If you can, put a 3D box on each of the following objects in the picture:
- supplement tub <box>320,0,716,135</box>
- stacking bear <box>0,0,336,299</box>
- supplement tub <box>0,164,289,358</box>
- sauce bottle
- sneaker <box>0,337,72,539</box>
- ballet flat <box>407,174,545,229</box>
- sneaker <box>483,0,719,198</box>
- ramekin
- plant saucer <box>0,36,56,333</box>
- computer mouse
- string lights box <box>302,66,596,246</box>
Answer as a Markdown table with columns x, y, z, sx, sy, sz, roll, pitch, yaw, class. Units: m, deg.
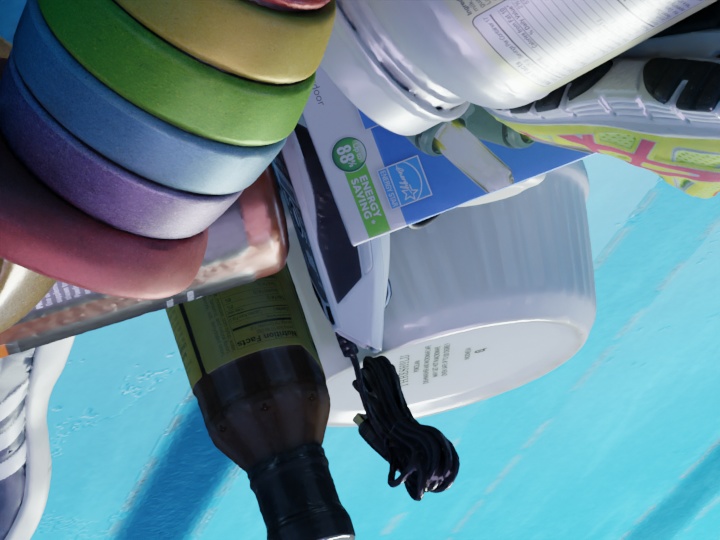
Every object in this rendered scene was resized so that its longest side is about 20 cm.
| x | y | z | sx | sy | sz | roll | pitch | yaw | class |
| --- | --- | --- | --- | --- | --- | --- | --- | --- | --- |
| 0.074 | -0.149 | 1.097 | 0.199 | 0.146 | 0.145 | -28 | 158 | 23 | supplement tub |
| -0.059 | -0.100 | 1.037 | 0.113 | 0.122 | 0.201 | 29 | 115 | -8 | stacking bear |
| -0.137 | -0.023 | 1.290 | 0.199 | 0.108 | 0.107 | -17 | 160 | -7 | supplement tub |
| -0.053 | 0.042 | 1.396 | 0.064 | 0.201 | 0.065 | -16 | 162 | -5 | sauce bottle |
| -0.196 | 0.063 | 1.445 | 0.084 | 0.075 | 0.201 | -4 | 130 | -22 | sneaker |
| 0.083 | -0.078 | 1.354 | 0.199 | 0.073 | 0.073 | -31 | 157 | 28 | ballet flat |
| 0.119 | -0.065 | 1.171 | 0.090 | 0.200 | 0.078 | 45 | 74 | -36 | sneaker |
| 0.031 | 0.011 | 1.521 | 0.201 | 0.095 | 0.202 | -15 | 164 | -4 | ramekin |
| -0.209 | -0.024 | 1.181 | 0.199 | 0.036 | 0.201 | -2 | 129 | -3 | plant saucer |
| 0.000 | 0.000 | 1.368 | 0.044 | 0.201 | 0.110 | -19 | -161 | -5 | computer mouse |
| 0.071 | -0.097 | 1.275 | 0.199 | 0.103 | 0.059 | -21 | -167 | 4 | string lights box |
